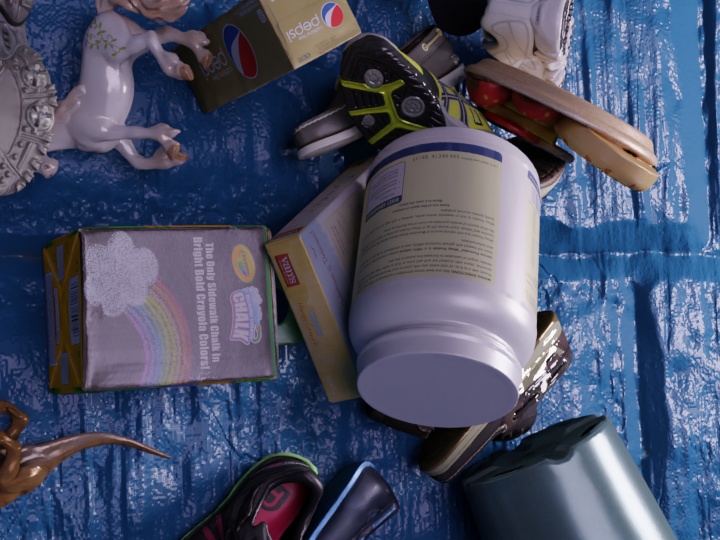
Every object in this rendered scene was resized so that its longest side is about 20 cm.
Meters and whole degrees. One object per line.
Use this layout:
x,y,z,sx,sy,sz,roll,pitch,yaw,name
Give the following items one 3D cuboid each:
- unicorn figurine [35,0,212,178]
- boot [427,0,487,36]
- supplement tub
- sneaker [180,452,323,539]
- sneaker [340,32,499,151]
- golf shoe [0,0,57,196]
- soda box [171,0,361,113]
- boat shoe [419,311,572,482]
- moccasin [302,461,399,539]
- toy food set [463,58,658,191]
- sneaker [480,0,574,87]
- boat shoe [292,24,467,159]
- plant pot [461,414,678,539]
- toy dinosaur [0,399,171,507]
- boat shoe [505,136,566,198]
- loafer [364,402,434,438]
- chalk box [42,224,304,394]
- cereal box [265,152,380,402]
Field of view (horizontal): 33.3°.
-0.201,-0.132,0.955,0.136,0.074,0.202,17,84,6,unicorn figurine
0.072,-0.317,1.074,0.074,0.201,0.097,-8,47,5,boot
0.067,0.006,0.943,0.144,0.145,0.201,23,55,-24,supplement tub
-0.102,0.233,0.989,0.077,0.084,0.201,41,70,-17,sneaker
0.053,-0.134,1.040,0.200,0.075,0.077,43,33,-32,sneaker
-0.282,-0.147,0.916,0.078,0.097,0.202,2,77,-31,golf shoe
-0.081,-0.183,0.965,0.068,0.200,0.064,-33,101,-24,soda box
0.134,0.125,1.118,0.066,0.072,0.201,48,64,-15,boat shoe
-0.032,0.255,1.024,0.068,0.080,0.200,44,70,-11,moccasin
0.178,-0.129,1.079,0.199,0.198,0.049,27,97,8,toy food set
0.155,-0.213,1.115,0.080,0.200,0.076,9,83,11,sneaker
0.012,-0.161,1.085,0.201,0.072,0.061,-32,100,-32,boat shoe
0.198,0.248,1.091,0.199,0.200,0.197,-24,89,-26,plant pot
-0.261,0.150,0.941,0.199,0.060,0.107,-32,125,-20,toy dinosaur
0.124,-0.061,1.141,0.071,0.077,0.200,34,47,24,boat shoe
0.085,0.069,1.102,0.071,0.073,0.200,39,80,-6,loafer
-0.141,0.031,0.964,0.198,0.124,0.126,-1,85,-28,chalk box
0.000,0.000,1.019,0.200,0.039,0.145,-47,119,-57,cereal box
